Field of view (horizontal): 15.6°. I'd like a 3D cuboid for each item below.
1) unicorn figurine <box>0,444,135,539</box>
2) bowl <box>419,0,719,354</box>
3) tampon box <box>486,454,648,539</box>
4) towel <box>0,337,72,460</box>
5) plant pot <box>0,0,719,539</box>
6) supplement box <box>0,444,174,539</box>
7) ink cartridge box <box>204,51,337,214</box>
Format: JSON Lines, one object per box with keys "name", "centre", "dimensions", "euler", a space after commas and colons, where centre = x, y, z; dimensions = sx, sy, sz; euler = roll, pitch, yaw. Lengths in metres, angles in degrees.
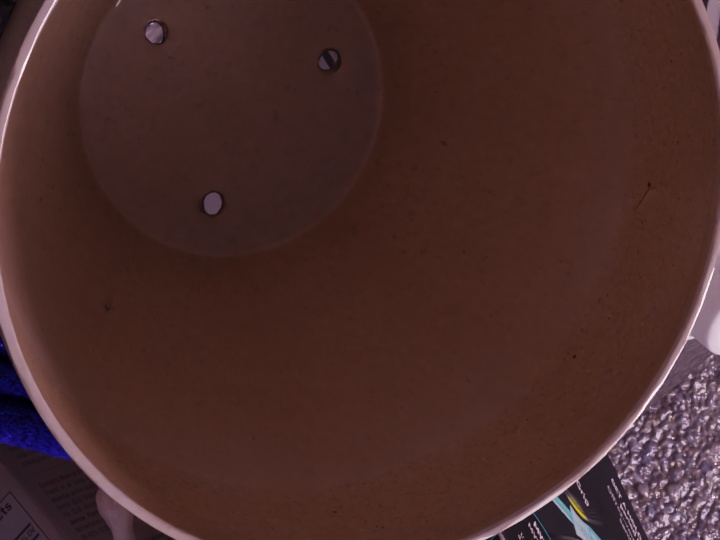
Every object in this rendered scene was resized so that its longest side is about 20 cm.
{"name": "unicorn figurine", "centre": [-0.099, 0.137, 0.984], "dimensions": [0.199, 0.138, 0.074], "euler": [6, -173, 30]}
{"name": "bowl", "centre": [0.120, -0.036, 0.838], "dimensions": [0.200, 0.094, 0.201], "euler": [-31, 158, -14]}
{"name": "tampon box", "centre": [0.035, 0.135, 0.990], "dimensions": [0.126, 0.151, 0.200], "euler": [-22, -167, 16]}
{"name": "towel", "centre": [-0.079, 0.044, 0.903], "dimensions": [0.200, 0.147, 0.050], "euler": [13, 84, -74]}
{"name": "plant pot", "centre": [-0.017, -0.036, 0.718], "dimensions": [0.200, 0.201, 0.134], "euler": [-37, -156, -6]}
{"name": "supplement box", "centre": [-0.089, 0.145, 1.081], "dimensions": [0.074, 0.200, 0.126], "euler": [-47, 165, 23]}
{"name": "ink cartridge box", "centre": [0.034, -0.067, 0.890], "dimensions": [0.200, 0.084, 0.145], "euler": [-42, 158, 18]}
